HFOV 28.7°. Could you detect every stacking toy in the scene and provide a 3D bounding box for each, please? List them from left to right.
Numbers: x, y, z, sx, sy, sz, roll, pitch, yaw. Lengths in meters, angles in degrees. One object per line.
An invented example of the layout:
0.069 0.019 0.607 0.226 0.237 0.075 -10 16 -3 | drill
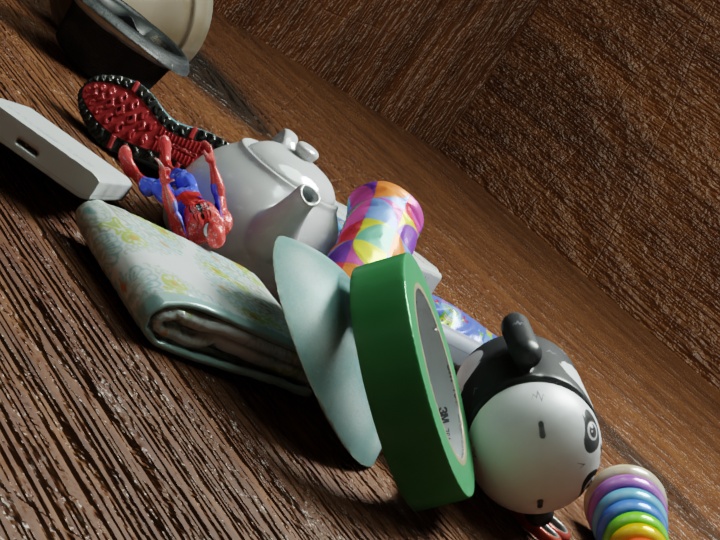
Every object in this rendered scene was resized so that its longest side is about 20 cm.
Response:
0.257 0.260 1.329 0.085 0.086 0.200 35 16 -4 | stacking toy

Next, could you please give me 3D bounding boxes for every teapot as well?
-0.092 -0.066 1.415 0.200 0.147 0.197 40 11 28 | teapot

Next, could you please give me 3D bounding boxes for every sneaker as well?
-0.227 -0.137 1.552 0.199 0.080 0.096 34 -14 -1 | sneaker

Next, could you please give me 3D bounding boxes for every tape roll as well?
0.043 0.089 1.130 0.200 0.048 0.203 -16 90 -81 | tape roll

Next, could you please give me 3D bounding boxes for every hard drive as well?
-0.274 -0.108 1.249 0.131 0.026 0.200 36 1 -3 | hard drive

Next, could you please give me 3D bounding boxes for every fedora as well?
-0.319 -0.289 1.804 0.200 0.092 0.201 37 10 -8 | fedora

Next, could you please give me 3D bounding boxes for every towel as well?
-0.131 0.026 1.163 0.199 0.048 0.171 27 11 -42 | towel

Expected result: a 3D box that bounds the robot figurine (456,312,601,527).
0.150 0.133 1.264 0.150 0.125 0.200 42 13 -15 | robot figurine

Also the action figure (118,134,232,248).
-0.170 -0.091 1.292 0.065 0.100 0.200 -19 37 -20 | action figure

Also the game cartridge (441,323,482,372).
0.040 0.060 1.424 0.132 0.041 0.199 22 -3 -41 | game cartridge

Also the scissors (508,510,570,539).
0.127 0.194 1.341 0.200 0.014 0.073 45 15 31 | scissors

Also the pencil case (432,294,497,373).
0.122 0.100 1.569 0.199 0.078 0.087 35 29 -9 | pencil case

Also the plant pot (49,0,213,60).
-0.335 -0.380 1.973 0.200 0.201 0.173 40 29 25 | plant pot

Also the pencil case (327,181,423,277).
0.000 0.000 1.340 0.088 0.089 0.201 34 41 -7 | pencil case

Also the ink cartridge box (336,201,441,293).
-0.023 -0.019 1.593 0.145 0.084 0.199 39 11 37 | ink cartridge box

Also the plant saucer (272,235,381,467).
-0.012 0.059 1.152 0.201 0.038 0.203 -22 91 -81 | plant saucer
